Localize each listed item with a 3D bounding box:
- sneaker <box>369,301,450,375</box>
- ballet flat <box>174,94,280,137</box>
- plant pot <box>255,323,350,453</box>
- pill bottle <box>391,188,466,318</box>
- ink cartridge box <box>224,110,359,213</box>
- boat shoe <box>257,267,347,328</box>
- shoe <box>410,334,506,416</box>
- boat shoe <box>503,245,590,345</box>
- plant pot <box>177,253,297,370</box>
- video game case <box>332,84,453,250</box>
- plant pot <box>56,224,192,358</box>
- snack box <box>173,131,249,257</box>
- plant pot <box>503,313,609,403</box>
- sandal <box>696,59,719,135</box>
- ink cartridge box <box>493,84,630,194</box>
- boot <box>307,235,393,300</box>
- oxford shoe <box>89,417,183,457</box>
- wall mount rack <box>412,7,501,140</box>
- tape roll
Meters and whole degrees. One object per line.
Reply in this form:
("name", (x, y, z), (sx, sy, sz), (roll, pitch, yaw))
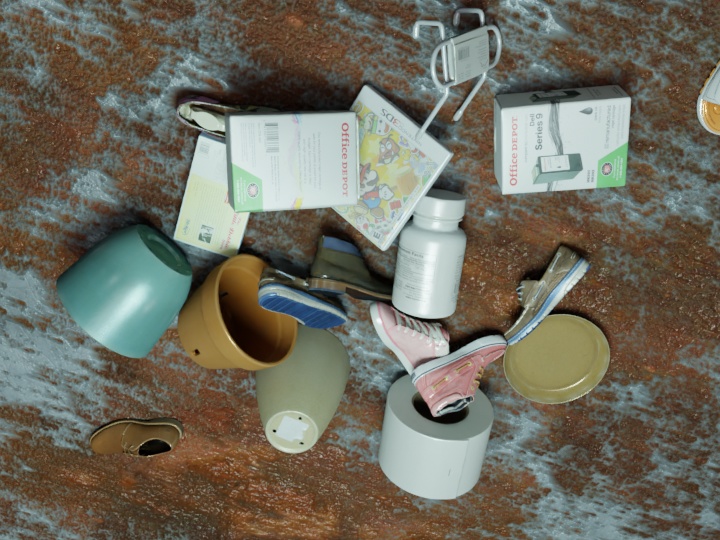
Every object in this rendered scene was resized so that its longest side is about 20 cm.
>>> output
("sneaker", (0.098, 0.110, 1.375), (0.104, 0.076, 0.201), (-26, 128, 15))
("ballet flat", (-0.203, -0.235, 1.214), (0.198, 0.071, 0.070), (12, 115, -5))
("plant pot", (-0.116, 0.231, 1.382), (0.185, 0.201, 0.189), (1, 118, 2))
("pill bottle", (0.120, -0.031, 1.279), (0.113, 0.114, 0.202), (7, 107, -1))
("ink cartridge box", (-0.106, -0.172, 1.170), (0.197, 0.087, 0.147), (-5, 105, -15))
("boat shoe", (-0.097, 0.045, 1.338), (0.072, 0.073, 0.199), (-26, 145, 30))
("shoe", (0.196, 0.193, 1.373), (0.198, 0.092, 0.072), (-20, 150, -18))
("boat shoe", (0.316, 0.043, 1.341), (0.072, 0.072, 0.200), (42, 98, 12))
("plant pot", (-0.227, 0.088, 1.328), (0.139, 0.201, 0.201), (-22, 116, 31))
("video game case", (0.025, -0.165, 1.229), (0.182, 0.023, 0.201), (40, 115, 10))
("plant pot", (-0.386, 0.021, 1.291), (0.161, 0.201, 0.200), (-44, 109, 8))
("snack box", (-0.241, -0.127, 1.291), (0.115, 0.037, 0.202), (18, 117, -7))
("plant pot", (0.368, 0.163, 1.426), (0.197, 0.028, 0.202), (1, 117, 2))
("sandal", (0.587, -0.305, 1.154), (0.078, 0.059, 0.209), (12, 117, -4))
("ink cartridge box", (0.316, -0.207, 1.202), (0.197, 0.084, 0.148), (-4, 117, 5))
("boot", (0.000, 0.000, 1.324), (0.198, 0.074, 0.098), (10, 80, -37))
("oxford shoe", (-0.464, 0.348, 1.530), (0.197, 0.072, 0.072), (-10, 119, 9))
("wall mount rack", (0.138, -0.295, 1.135), (0.074, 0.199, 0.176), (14, 121, 36))
("tape roll", (0.139, 0.304, 1.411), (0.200, 0.203, 0.141), (7, 119, -2))
